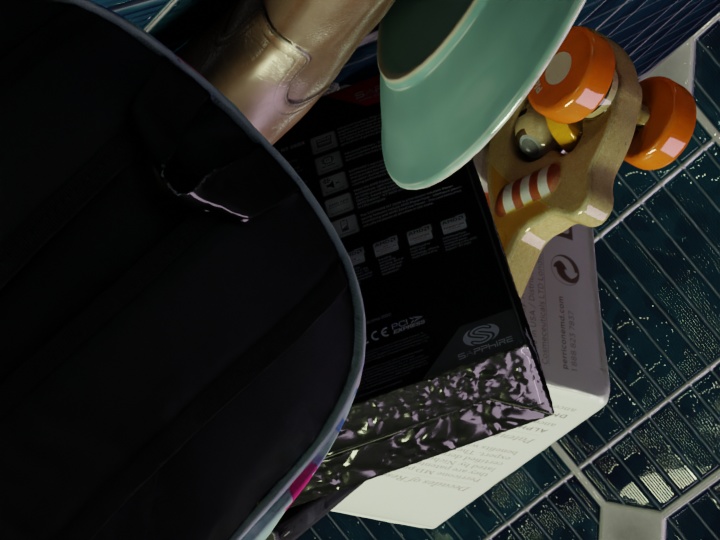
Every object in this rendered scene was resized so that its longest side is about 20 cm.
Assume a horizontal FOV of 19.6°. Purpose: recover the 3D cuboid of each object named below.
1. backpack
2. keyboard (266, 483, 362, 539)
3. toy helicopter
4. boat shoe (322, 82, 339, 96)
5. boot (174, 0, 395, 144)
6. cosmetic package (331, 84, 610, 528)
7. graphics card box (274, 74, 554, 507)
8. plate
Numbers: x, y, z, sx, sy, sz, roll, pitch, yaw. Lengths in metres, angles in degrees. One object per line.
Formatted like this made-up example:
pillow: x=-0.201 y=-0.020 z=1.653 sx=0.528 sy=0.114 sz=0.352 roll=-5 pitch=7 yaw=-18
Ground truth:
backpack: x=-0.104 y=0.031 z=0.545 sx=0.200 sy=0.178 sz=0.151 roll=-49 pitch=-176 yaw=-30
keyboard: x=-0.104 y=0.075 z=0.918 sx=0.104 sy=0.200 sz=0.040 roll=-29 pitch=137 yaw=-49
toy helicopter: x=0.076 y=-0.031 z=1.064 sx=0.132 sy=0.079 sz=0.200 roll=19 pitch=-94 yaw=55
boat shoe: x=-0.041 y=0.004 z=1.053 sx=0.200 sy=0.067 sz=0.074 roll=-62 pitch=-176 yaw=18
boot: x=-0.029 y=-0.084 z=0.715 sx=0.200 sy=0.064 sz=0.186 roll=-40 pitch=-170 yaw=51
cosmetic package: x=0.017 y=0.028 z=1.199 sx=0.165 sy=0.165 sz=0.200 roll=14 pitch=148 yaw=-23
graphics card box: x=0.000 y=0.000 z=0.910 sx=0.125 sy=0.051 sz=0.200 roll=-20 pitch=-139 yaw=4
plate: x=0.048 y=-0.125 z=0.748 sx=0.200 sy=0.026 sz=0.200 roll=-57 pitch=-161 yaw=32
